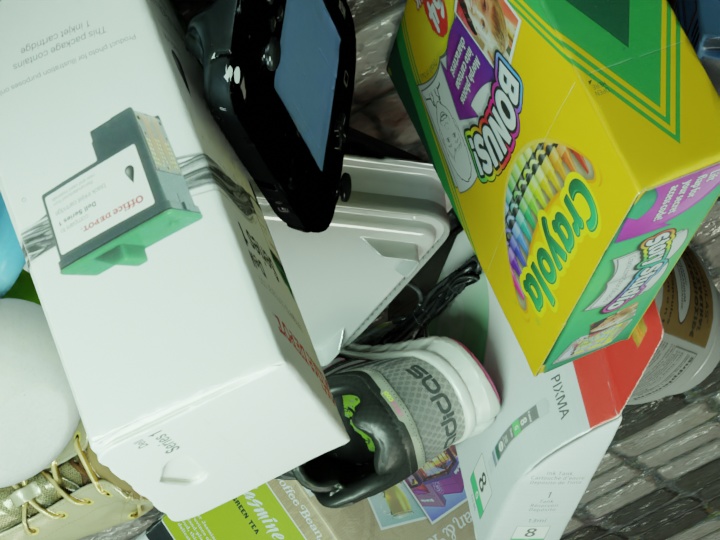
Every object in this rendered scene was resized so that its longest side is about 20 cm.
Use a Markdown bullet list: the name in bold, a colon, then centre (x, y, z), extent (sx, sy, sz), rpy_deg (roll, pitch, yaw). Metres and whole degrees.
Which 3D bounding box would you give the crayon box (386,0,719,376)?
- **crayon box**: centre (0.083, -0.072, 1.090), extent (0.058, 0.173, 0.200), rpy_deg (-18, 160, -16)

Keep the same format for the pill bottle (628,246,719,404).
- **pill bottle**: centre (0.157, 0.023, 1.522), extent (0.114, 0.115, 0.200), rpy_deg (-30, 160, 18)

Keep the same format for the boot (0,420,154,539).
- **boot**: centre (-0.182, 0.126, 1.444), extent (0.155, 0.073, 0.200), rpy_deg (-21, 174, -6)

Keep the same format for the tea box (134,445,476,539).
- **tea box**: centre (-0.013, 0.160, 1.584), extent (0.200, 0.134, 0.197), rpy_deg (-28, 171, -47)

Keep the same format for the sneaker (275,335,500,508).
- **sneaker**: centre (-0.019, 0.083, 1.315), extent (0.087, 0.074, 0.200), rpy_deg (-29, -169, -38)

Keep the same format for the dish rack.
- **dish rack**: centre (-0.061, -0.002, 1.228), extent (0.199, 0.044, 0.172), rpy_deg (6, 150, -25)

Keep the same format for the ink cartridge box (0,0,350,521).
- **ink cartridge box**: centre (-0.085, -0.016, 0.995), extent (0.084, 0.200, 0.146), rpy_deg (-23, 162, 3)

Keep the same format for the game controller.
- **game controller**: centre (-0.029, -0.088, 1.032), extent (0.042, 0.105, 0.200), rpy_deg (14, 167, 13)

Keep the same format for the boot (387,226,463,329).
- **boot**: centre (0.070, -0.032, 1.381), extent (0.200, 0.068, 0.131), rpy_deg (-33, 148, 22)

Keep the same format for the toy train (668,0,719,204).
- **toy train**: centre (0.173, -0.110, 1.164), extent (0.086, 0.115, 0.200), rpy_deg (2, 156, -3)

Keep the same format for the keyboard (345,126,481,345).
- **keyboard**: centre (0.000, 0.000, 1.319), extent (0.127, 0.021, 0.200), rpy_deg (22, 144, -13)

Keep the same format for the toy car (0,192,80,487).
- **toy car**: centre (-0.213, 0.003, 1.010), extent (0.200, 0.175, 0.150), rpy_deg (-9, 120, -37)

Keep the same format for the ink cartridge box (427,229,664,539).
- **ink cartridge box**: centre (0.090, 0.029, 1.282), extent (0.050, 0.161, 0.200), rpy_deg (-1, 143, -15)
